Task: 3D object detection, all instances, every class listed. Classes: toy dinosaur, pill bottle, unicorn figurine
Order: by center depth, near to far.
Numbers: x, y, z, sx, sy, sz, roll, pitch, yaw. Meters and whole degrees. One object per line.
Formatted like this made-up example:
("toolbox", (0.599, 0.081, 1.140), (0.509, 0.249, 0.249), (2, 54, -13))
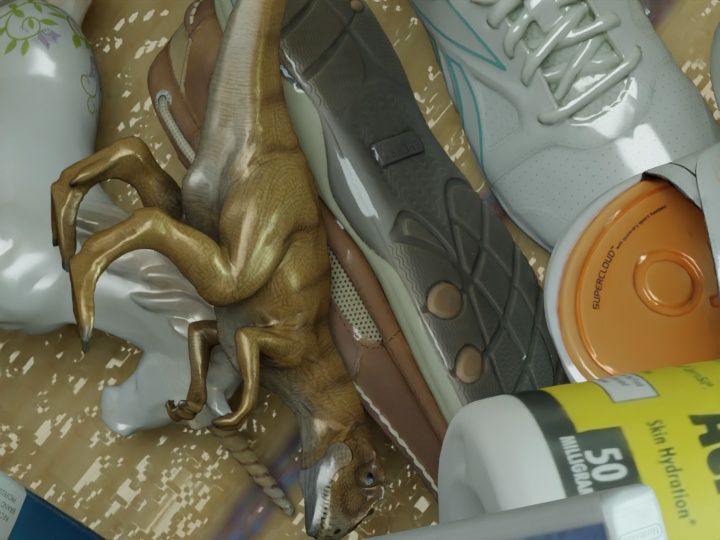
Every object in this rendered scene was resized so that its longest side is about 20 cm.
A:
("pill bottle", (0.128, 0.075, 0.759), (0.199, 0.111, 0.112), (-9, 72, -11))
("toy dinosaur", (-0.035, -0.022, 0.816), (0.105, 0.060, 0.202), (-9, 102, -10))
("unicorn figurine", (-0.108, -0.015, 0.880), (0.136, 0.074, 0.201), (-11, 75, 10))

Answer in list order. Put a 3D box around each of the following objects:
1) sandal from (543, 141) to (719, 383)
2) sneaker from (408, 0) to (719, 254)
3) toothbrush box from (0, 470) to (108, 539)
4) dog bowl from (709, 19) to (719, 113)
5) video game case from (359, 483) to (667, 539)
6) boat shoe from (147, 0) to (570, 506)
("sandal", (0.149, -0.019, 0.817), (0.205, 0.059, 0.080), (-17, 70, -16))
("sneaker", (0.050, -0.078, 0.872), (0.070, 0.080, 0.201), (-33, 73, -4))
("toothbrush box", (-0.147, 0.150, 0.793), (0.085, 0.146, 0.201), (18, 77, 30))
("dog bowl", (0.202, -0.055, 0.781), (0.199, 0.079, 0.201), (14, 36, -10))
("video game case", (0.021, 0.157, 0.714), (0.199, 0.022, 0.184), (-17, 85, 49))
("boat shoe", (0.000, 0.000, 0.868), (0.072, 0.076, 0.201), (-33, 79, 31))
